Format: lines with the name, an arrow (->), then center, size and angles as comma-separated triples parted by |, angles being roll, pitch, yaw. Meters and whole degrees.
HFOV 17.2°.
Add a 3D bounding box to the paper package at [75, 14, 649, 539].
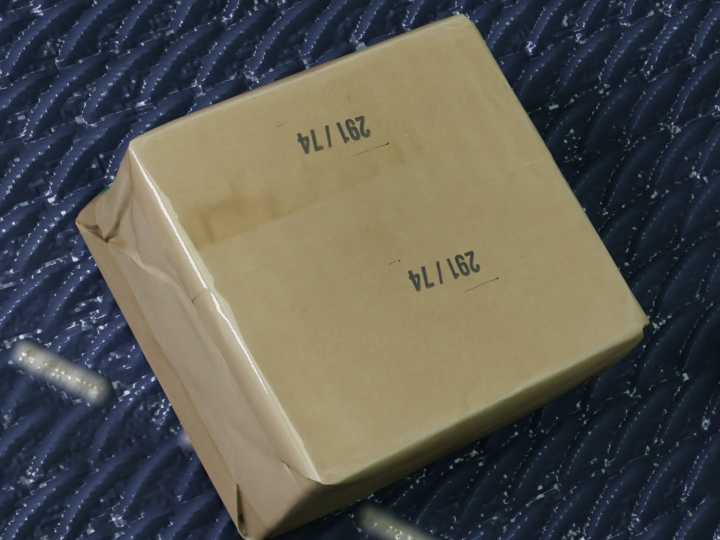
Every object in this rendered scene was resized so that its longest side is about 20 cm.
paper package -> 0.000, 0.000, 1.115 | 0.200, 0.103, 0.191 | -25, 80, -27
